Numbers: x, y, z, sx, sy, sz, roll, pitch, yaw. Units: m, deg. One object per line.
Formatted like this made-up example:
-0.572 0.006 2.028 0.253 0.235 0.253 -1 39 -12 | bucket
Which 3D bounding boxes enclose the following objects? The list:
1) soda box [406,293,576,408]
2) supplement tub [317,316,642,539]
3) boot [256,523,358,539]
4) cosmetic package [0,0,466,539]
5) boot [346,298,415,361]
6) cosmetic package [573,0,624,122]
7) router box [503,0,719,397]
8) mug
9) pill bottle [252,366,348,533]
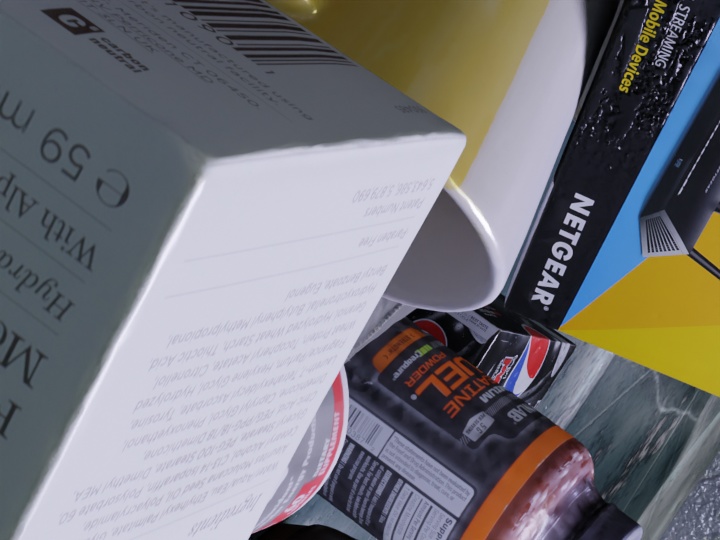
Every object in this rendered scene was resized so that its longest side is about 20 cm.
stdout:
0.068 0.049 1.307 0.064 0.071 0.200 -58 163 7 | soda box
0.050 0.107 1.147 0.107 0.199 0.107 -49 163 -21 | supplement tub
0.003 0.198 1.201 0.186 0.199 0.065 -48 130 -47 | boot
-0.107 0.007 0.598 0.201 0.164 0.165 -62 162 17 | cosmetic package
-0.001 -0.002 1.029 0.200 0.073 0.182 -32 166 -38 | boot
0.138 -0.102 0.967 0.105 0.200 0.071 -14 139 -38 | cosmetic package
0.156 -0.043 0.842 0.051 0.148 0.201 -64 174 -50 | router box
0.027 -0.095 0.821 0.154 0.149 0.187 -57 171 -21 | mug
-0.092 0.059 0.824 0.114 0.114 0.200 -60 163 16 | pill bottle
